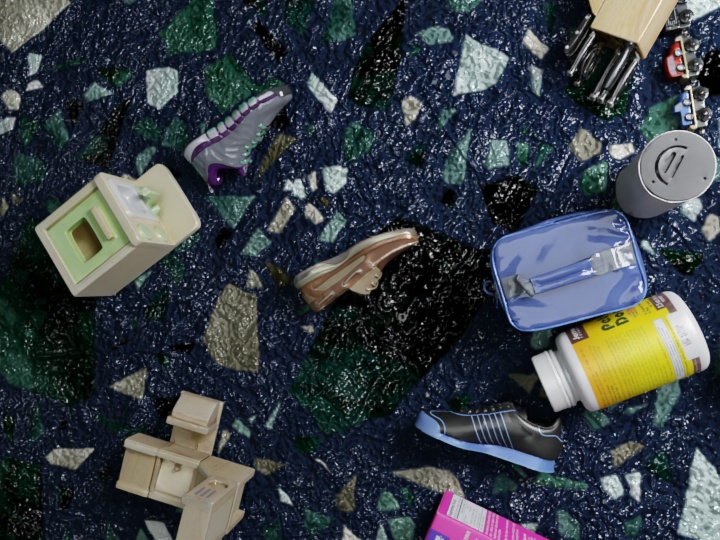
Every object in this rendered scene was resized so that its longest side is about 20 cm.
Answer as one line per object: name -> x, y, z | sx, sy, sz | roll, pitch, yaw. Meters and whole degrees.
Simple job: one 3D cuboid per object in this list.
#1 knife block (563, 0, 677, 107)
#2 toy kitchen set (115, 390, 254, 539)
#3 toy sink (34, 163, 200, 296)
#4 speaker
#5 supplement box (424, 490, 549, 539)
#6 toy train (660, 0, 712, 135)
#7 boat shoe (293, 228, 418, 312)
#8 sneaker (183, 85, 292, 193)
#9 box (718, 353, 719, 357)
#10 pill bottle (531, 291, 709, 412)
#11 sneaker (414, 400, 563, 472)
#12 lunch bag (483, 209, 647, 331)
knife block -> 0.364, -0.322, 0.873 | 0.200, 0.064, 0.176 | -18, 78, 27
toy kitchen set -> -0.270, 0.278, 0.965 | 0.199, 0.180, 0.164 | 14, 91, 9
toy sink -> -0.375, -0.068, 1.035 | 0.200, 0.112, 0.131 | -35, 82, 10
speaker -> 0.365, -0.112, 0.815 | 0.081, 0.200, 0.081 | 0, 89, 14
supplement box -> 0.181, 0.397, 0.897 | 0.200, 0.103, 0.101 | 22, 94, 15
toy train -> 0.429, -0.276, 0.891 | 0.046, 0.034, 0.201 | -10, 85, 17
boat shoe -> 0.000, 0.000, 0.970 | 0.200, 0.076, 0.072 | -26, 86, 21
sneaker -> -0.172, -0.200, 1.022 | 0.200, 0.074, 0.088 | -29, 96, 20
box -> 0.568, 0.118, 0.815 | 0.200, 0.095, 0.100 | 30, 96, 12
pill bottle -> 0.330, 0.112, 0.865 | 0.200, 0.109, 0.109 | -24, 83, 11
sneaker -> 0.179, 0.213, 0.923 | 0.199, 0.070, 0.078 | 15, 87, 7
lunch bag -> 0.260, 0.001, 0.873 | 0.200, 0.132, 0.136 | -17, 84, 12
